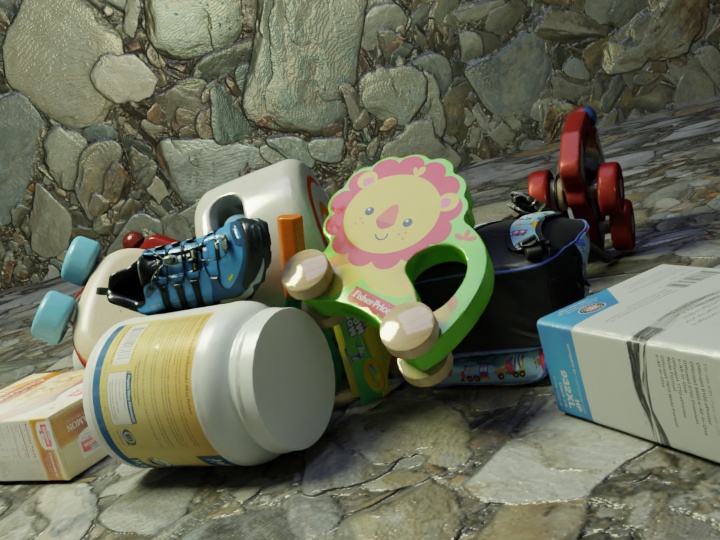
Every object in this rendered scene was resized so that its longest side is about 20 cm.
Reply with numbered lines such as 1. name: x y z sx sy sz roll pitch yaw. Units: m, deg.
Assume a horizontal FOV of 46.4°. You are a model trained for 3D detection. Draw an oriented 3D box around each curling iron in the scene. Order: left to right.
1. curling iron: 0.251 -0.047 1.039 0.199 0.026 0.050 28 2 -37

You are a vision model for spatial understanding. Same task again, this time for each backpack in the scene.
1. backpack: 0.146 0.017 0.846 0.182 0.135 0.200 -9 13 32

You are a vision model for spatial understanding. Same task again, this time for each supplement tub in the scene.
1. supplement tub: -0.138 0.106 0.771 0.199 0.146 0.145 -9 12 31

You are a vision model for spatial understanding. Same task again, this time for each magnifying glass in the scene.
1. magnifying glass: -0.061 0.045 0.829 0.079 0.201 0.022 0 17 16

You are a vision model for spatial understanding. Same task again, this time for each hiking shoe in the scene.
1. hiking shoe: -0.163 0.005 0.790 0.086 0.075 0.199 6 -25 -45

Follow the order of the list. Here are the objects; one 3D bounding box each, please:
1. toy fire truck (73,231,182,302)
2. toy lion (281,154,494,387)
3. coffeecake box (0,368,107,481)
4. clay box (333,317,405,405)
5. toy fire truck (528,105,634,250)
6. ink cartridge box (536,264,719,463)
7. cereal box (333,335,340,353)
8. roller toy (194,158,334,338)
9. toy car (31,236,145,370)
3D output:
1. toy fire truck: -0.314 0.034 1.253 0.200 0.168 0.112 -46 4 14
2. toy lion: 0.038 -0.019 0.757 0.199 0.069 0.192 27 70 38
3. coffeecake box: -0.350 0.170 0.946 0.199 0.074 0.153 -9 11 30
4. clay box: 0.035 0.052 0.886 0.047 0.116 0.200 -7 13 41
5. toy fire truck: 0.297 -0.123 1.117 0.111 0.200 0.169 -6 57 25
6. ink cartridge box: 0.251 0.060 0.611 0.144 0.084 0.200 -19 11 -22
7. cereal box: -0.114 0.089 1.005 0.199 0.040 0.144 -19 22 13
8. roller toy: -0.095 -0.019 0.927 0.139 0.183 0.200 -20 21 8
9. toy car: -0.321 0.087 1.109 0.200 0.183 0.178 124 163 -50
